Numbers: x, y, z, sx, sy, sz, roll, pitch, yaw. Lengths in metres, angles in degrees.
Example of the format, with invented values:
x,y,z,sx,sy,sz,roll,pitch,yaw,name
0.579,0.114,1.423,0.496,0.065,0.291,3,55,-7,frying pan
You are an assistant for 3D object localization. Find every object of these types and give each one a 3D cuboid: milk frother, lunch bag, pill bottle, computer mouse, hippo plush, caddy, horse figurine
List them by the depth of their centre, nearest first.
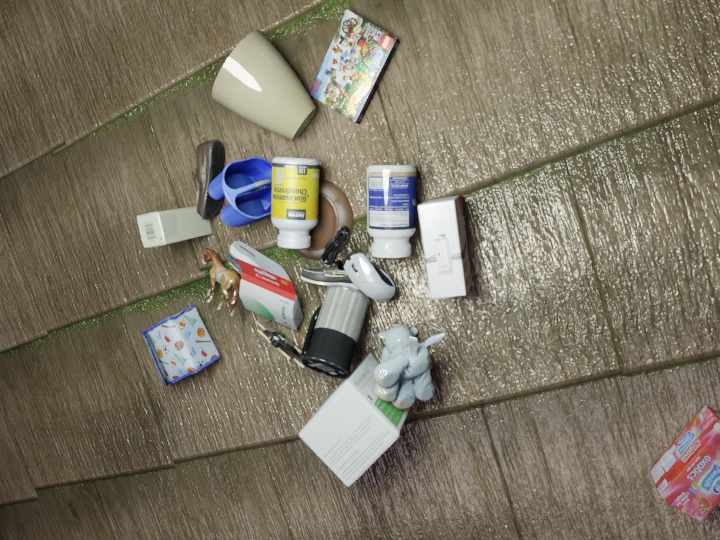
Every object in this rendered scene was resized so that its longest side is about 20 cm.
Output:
x,y,z,sx,sy,sz,roll,pitch,yaw,name
0.070,-0.135,1.172,0.113,0.116,0.205,3,102,17,pill bottle
0.000,0.000,1.186,0.200,0.044,0.110,43,121,-6,computer mouse
0.084,0.199,1.195,0.156,0.161,0.204,-6,117,-18,hippo plush
-0.152,-0.159,1.204,0.109,0.112,0.205,6,102,16,pill bottle
-0.101,0.123,1.207,0.178,0.200,0.191,-2,58,36,milk frother
-0.262,-0.190,1.233,0.104,0.199,0.144,-22,96,36,caddy
-0.364,0.035,1.358,0.199,0.049,0.135,28,106,43,horse figurine
-0.516,0.217,1.431,0.198,0.123,0.173,-23,93,34,lunch bag

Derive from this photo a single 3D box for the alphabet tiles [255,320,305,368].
x,y,z,sx,sy,sz,roll,pitch,yaw,name
-0.190,0.179,1.278,0.166,0.200,0.008,40,88,7,alphabet tiles

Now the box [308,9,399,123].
x,y,z,sx,sy,sz,roll,pitch,yaw,name
-0.017,-0.462,1.178,0.135,0.038,0.202,32,108,10,box

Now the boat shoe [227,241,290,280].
x,y,z,sx,sy,sz,roll,pitch,yaw,name
-0.262,0.005,1.339,0.199,0.072,0.072,38,125,12,boat shoe

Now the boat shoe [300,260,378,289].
x,y,z,sx,sy,sz,roll,pitch,yaw,name
-0.050,0.005,1.263,0.196,0.072,0.062,6,104,9,boat shoe

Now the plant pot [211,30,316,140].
x,y,z,sx,sy,sz,roll,pitch,yaw,name
-0.206,-0.403,1.191,0.199,0.188,0.188,39,110,-8,plant pot

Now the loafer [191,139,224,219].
x,y,z,sx,sy,sz,roll,pitch,yaw,name
-0.397,-0.235,1.335,0.070,0.073,0.205,12,98,24,loafer

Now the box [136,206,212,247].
x,y,z,sx,sy,sz,roll,pitch,yaw,name
-0.464,-0.114,1.303,0.067,0.200,0.084,-8,98,19,box

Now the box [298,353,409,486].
x,y,z,sx,sy,sz,roll,pitch,yaw,name
-0.003,0.352,1.245,0.171,0.199,0.201,42,108,6,box

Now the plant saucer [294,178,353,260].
x,y,z,sx,sy,sz,roll,pitch,yaw,name
-0.115,-0.124,1.277,0.196,0.037,0.205,4,101,18,plant saucer

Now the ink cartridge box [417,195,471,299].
x,y,z,sx,sy,sz,roll,pitch,yaw,name
0.189,-0.054,1.132,0.081,0.146,0.205,-6,100,18,ink cartridge box

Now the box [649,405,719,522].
x,y,z,sx,sy,sz,roll,pitch,yaw,name
0.714,0.401,1.075,0.094,0.100,0.203,31,108,9,box

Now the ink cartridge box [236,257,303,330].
x,y,z,sx,sy,sz,roll,pitch,yaw,name
-0.230,0.064,1.278,0.158,0.201,0.051,21,65,14,ink cartridge box
